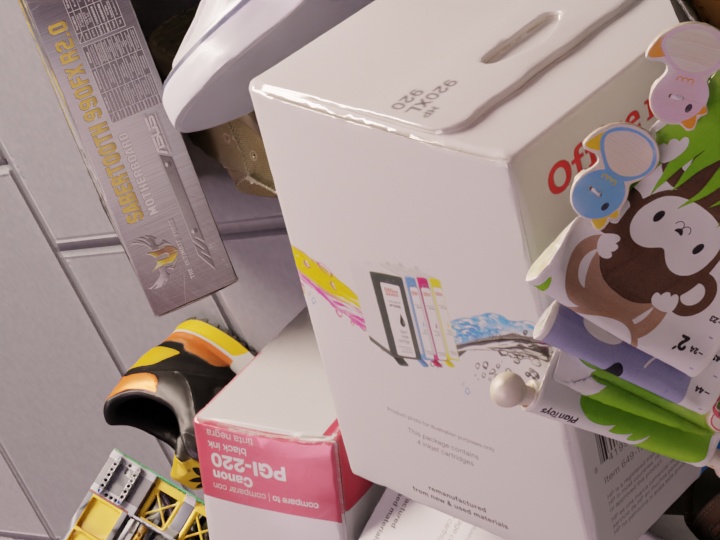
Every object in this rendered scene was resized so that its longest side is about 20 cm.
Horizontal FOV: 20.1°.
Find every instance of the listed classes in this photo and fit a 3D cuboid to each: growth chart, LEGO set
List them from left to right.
[{"bbox_3d":[-0.107,0.199,1.214,0.153,0.116,0.200,29,171,12],"label":"LEGO set"},{"bbox_3d":[0.129,-0.011,0.722,0.200,0.144,0.018,-60,32,28],"label":"growth chart"}]

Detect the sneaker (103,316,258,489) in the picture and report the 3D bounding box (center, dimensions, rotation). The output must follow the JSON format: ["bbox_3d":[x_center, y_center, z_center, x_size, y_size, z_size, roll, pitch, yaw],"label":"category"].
[{"bbox_3d":[-0.060,0.107,1.163,0.200,0.090,0.070,31,142,29],"label":"sneaker"}]

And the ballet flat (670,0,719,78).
[{"bbox_3d":[0.139,-0.100,0.730,0.068,0.068,0.200,-41,87,21],"label":"ballet flat"}]

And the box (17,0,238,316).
[{"bbox_3d":[-0.132,-0.096,1.035,0.158,0.048,0.200,-125,14,-62],"label":"box"}]

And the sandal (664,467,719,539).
[{"bbox_3d":[0.184,0.105,0.878,0.201,0.057,0.080,10,147,44],"label":"sandal"}]

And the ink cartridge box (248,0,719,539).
[{"bbox_3d":[0.071,-0.012,0.839,0.144,0.147,0.200,18,134,41],"label":"ink cartridge box"}]

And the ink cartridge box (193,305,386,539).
[{"bbox_3d":[-0.007,0.132,1.034,0.085,0.146,0.201,6,118,26],"label":"ink cartridge box"}]

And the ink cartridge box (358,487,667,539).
[{"bbox_3d":[0.117,0.162,0.949,0.200,0.086,0.146,24,173,34],"label":"ink cartridge box"}]

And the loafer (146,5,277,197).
[{"bbox_3d":[-0.026,-0.066,0.980,0.200,0.076,0.068,39,153,40],"label":"loafer"}]

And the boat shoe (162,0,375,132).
[{"bbox_3d":[-0.028,-0.141,0.887,0.200,0.073,0.065,-43,69,30],"label":"boat shoe"}]
